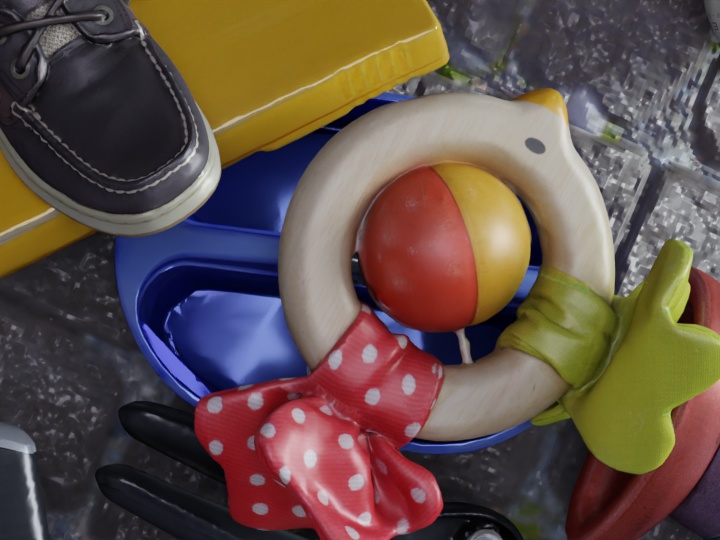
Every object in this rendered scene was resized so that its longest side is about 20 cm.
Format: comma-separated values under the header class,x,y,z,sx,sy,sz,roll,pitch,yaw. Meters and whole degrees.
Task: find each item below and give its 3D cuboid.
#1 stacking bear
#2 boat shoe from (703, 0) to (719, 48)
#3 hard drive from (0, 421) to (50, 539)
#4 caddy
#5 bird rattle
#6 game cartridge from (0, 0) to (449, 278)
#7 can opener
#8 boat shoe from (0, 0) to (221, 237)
class,x,y,z,sx,sy,sz,roll,pitch,yaw
stacking bear,0.203,0.084,1.054,0.199,0.114,0.122,22,65,-11
boat shoe,0.239,-0.131,1.093,0.199,0.074,0.067,-15,100,-3
hard drive,-0.147,0.120,0.985,0.042,0.200,0.136,-10,88,-16
caddy,0.000,0.000,1.045,0.199,0.105,0.142,7,85,-3
bird rattle,0.030,0.017,0.970,0.199,0.113,0.164,-14,92,-3
game cartridge,-0.087,-0.103,1.039,0.199,0.033,0.177,-25,52,-5
can opener,-0.014,0.108,1.024,0.199,0.079,0.064,22,62,-23
boat shoe,-0.121,-0.091,0.977,0.072,0.065,0.200,-31,53,-8
